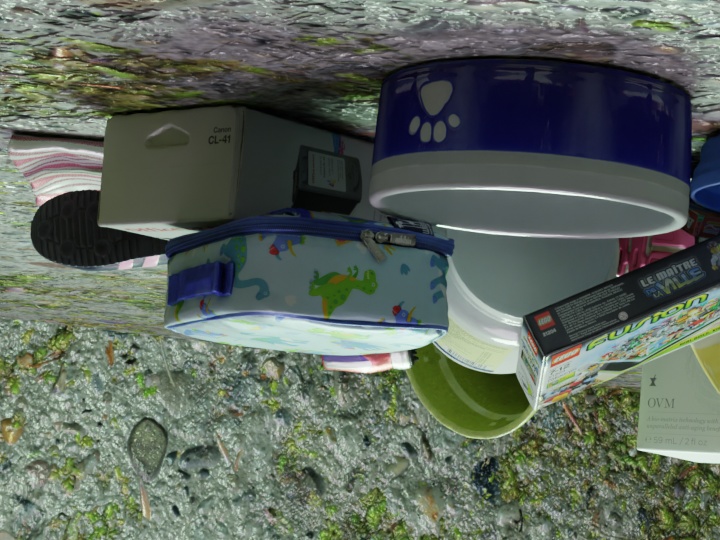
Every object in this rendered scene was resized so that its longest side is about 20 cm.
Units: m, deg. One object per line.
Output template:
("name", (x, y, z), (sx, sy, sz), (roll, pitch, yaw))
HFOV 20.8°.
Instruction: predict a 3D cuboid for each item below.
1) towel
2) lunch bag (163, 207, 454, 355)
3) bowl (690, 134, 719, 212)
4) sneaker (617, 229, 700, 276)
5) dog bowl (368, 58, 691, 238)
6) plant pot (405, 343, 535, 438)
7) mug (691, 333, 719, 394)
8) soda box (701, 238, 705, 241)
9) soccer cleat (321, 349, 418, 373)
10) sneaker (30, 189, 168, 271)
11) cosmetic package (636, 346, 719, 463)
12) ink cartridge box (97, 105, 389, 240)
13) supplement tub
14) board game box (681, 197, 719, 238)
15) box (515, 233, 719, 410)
("towel", (-0.207, -0.077, 1.614), (0.146, 0.030, 0.200), (4, 173, -3))
("lunch bag", (-0.041, 0.010, 1.324), (0.161, 0.083, 0.200), (6, 172, -24))
("bowl", (0.326, -0.064, 1.334), (0.200, 0.039, 0.201), (4, 174, 0))
("sneaker", (0.229, -0.027, 1.576), (0.087, 0.074, 0.200), (6, 179, -21))
("dog bowl", (0.108, -0.073, 1.232), (0.200, 0.079, 0.200), (5, 174, 1))
("plant pot", (0.170, 0.052, 1.896), (0.184, 0.201, 0.200), (-5, -179, -43))
("mug", (0.361, 0.039, 1.625), (0.153, 0.149, 0.187), (-26, 144, -8))
("soda box", (0.279, -0.011, 1.718), (0.200, 0.064, 0.068), (3, 173, 5))
("soccer cleat", (0.000, 0.000, 1.538), (0.073, 0.200, 0.068), (-9, 135, 2))
("sneaker", (-0.171, -0.029, 1.610), (0.200, 0.070, 0.082), (0, 170, 22))
("cosmetic package", (0.379, 0.081, 1.844), (0.199, 0.200, 0.123), (-1, 169, 37))
("ink cartridge box", (-0.073, -0.059, 1.445), (0.148, 0.086, 0.200), (-2, 172, 41))
("supplement tub", (0.116, -0.005, 1.483), (0.145, 0.145, 0.200), (5, 168, -3))
("board game box", (0.306, -0.038, 1.483), (0.200, 0.019, 0.103), (8, -164, -27))
("box", (0.209, 0.029, 1.395), (0.200, 0.035, 0.110), (-22, 158, -8))
